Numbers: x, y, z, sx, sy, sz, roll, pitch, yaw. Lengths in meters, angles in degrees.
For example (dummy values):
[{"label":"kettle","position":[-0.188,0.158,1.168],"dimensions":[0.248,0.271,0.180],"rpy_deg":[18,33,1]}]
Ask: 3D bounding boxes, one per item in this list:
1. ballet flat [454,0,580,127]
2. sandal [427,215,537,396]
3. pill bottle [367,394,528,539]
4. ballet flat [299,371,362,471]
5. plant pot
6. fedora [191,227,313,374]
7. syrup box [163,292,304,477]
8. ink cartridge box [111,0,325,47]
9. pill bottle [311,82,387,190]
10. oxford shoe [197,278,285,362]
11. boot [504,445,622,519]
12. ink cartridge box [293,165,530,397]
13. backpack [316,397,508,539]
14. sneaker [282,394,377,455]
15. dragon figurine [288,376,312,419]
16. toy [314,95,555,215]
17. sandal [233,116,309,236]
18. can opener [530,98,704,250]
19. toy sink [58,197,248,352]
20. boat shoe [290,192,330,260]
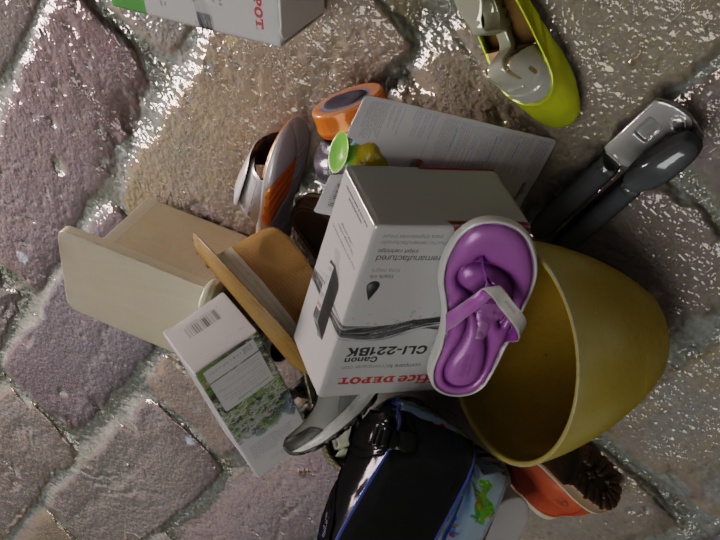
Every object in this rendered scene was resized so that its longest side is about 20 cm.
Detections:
[{"label":"ballet flat","position":[0.118,-0.195,0.865],"dimensions":[0.067,0.067,0.200],"rpy_deg":[-11,117,40]},{"label":"sandal","position":[0.104,0.041,0.867],"dimensions":[0.082,0.050,0.203],"rpy_deg":[-3,133,-8]},{"label":"pill bottle","position":[0.088,0.227,1.150],"dimensions":[0.200,0.109,0.109],"rpy_deg":[34,142,44]},{"label":"ballet flat","position":[-0.030,0.121,1.131],"dimensions":[0.068,0.075,0.200],"rpy_deg":[-13,91,-2]},{"label":"plant pot","position":[0.189,0.066,0.947],"dimensions":[0.200,0.142,0.200],"rpy_deg":[16,108,62]},{"label":"fedora","position":[-0.087,0.015,1.063],"dimensions":[0.201,0.082,0.201],"rpy_deg":[49,174,7]},{"label":"syrup box","position":[-0.128,0.128,1.136],"dimensions":[0.081,0.079,0.200],"rpy_deg":[43,162,42]},{"label":"ink cartridge box","position":[-0.136,-0.302,0.952],"dimensions":[0.200,0.084,0.146],"rpy_deg":[19,133,23]},{"label":"pill bottle","position":[0.021,-0.076,1.003],"dimensions":[0.106,0.106,0.200],"rpy_deg":[-2,122,37]},{"label":"oxford shoe","position":[-0.128,0.059,1.202],"dimensions":[0.058,0.075,0.200],"rpy_deg":[14,165,22]},{"label":"boot","position":[0.176,0.196,1.136],"dimensions":[0.200,0.075,0.107],"rpy_deg":[47,142,-7]},{"label":"ink cartridge box","position":[0.039,0.013,0.916],"dimensions":[0.084,0.144,0.200],"rpy_deg":[-114,33,-43]},{"label":"backpack","position":[0.045,0.222,0.995],"dimensions":[0.147,0.183,0.200],"rpy_deg":[26,179,-3]},{"label":"sneaker","position":[-0.011,0.106,1.064],"dimensions":[0.079,0.200,0.074],"rpy_deg":[42,180,5]},{"label":"dragon figurine","position":[-0.042,0.129,1.246],"dimensions":[0.059,0.099,0.200],"rpy_deg":[46,155,-2]},{"label":"toy","position":[0.062,-0.092,0.925],"dimensions":[0.115,0.200,0.047],"rpy_deg":[-65,37,28]},{"label":"sandal","position":[-0.106,-0.080,1.112],"dimensions":[0.059,0.079,0.207],"rpy_deg":[28,137,11]},{"label":"can opener","position":[0.213,-0.073,0.901],"dimensions":[0.053,0.066,0.200],"rpy_deg":[42,142,-1]},{"label":"toy sink","position":[-0.240,0.001,1.254],"dimensions":[0.200,0.112,0.130],"rpy_deg":[20,133,16]},{"label":"boat shoe","position":[0.000,0.000,1.108],"dimensions":[0.200,0.068,0.072],"rpy_deg":[45,137,-2]}]
